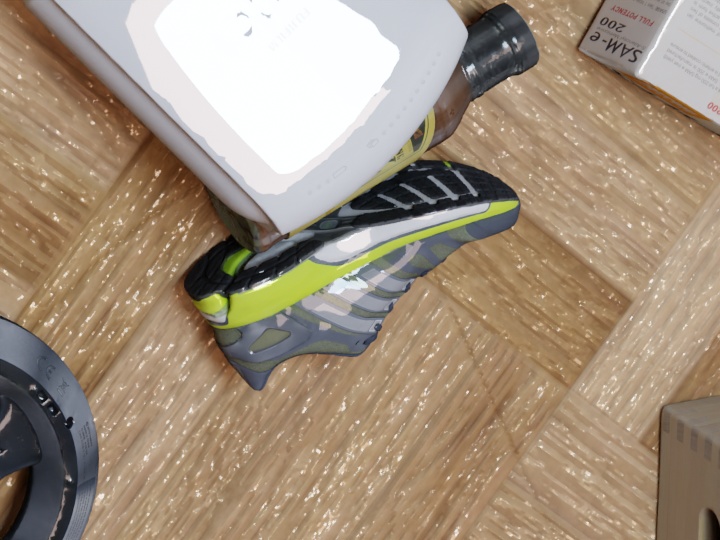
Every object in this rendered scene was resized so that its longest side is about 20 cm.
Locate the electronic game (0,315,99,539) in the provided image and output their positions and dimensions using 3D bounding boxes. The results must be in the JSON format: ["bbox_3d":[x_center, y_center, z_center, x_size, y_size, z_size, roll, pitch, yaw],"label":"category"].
[{"bbox_3d":[-0.237,0.115,1.590,0.199,0.042,0.201,-8,109,-24],"label":"electronic game"}]

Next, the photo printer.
[{"bbox_3d":[-0.053,-0.131,1.547,0.200,0.069,0.166,46,80,-11],"label":"photo printer"}]

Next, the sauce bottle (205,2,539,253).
[{"bbox_3d":[0.008,-0.085,1.633,0.200,0.065,0.065,-34,119,-14],"label":"sauce bottle"}]

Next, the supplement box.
[{"bbox_3d":[0.234,-0.181,1.707,0.126,0.073,0.201,28,93,-31],"label":"supplement box"}]

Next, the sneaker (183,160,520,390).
[{"bbox_3d":[0.000,0.000,1.661,0.199,0.074,0.081,-22,122,-11],"label":"sneaker"}]

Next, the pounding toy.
[{"bbox_3d":[0.298,0.186,1.825,0.183,0.142,0.201,-8,110,-24],"label":"pounding toy"}]
